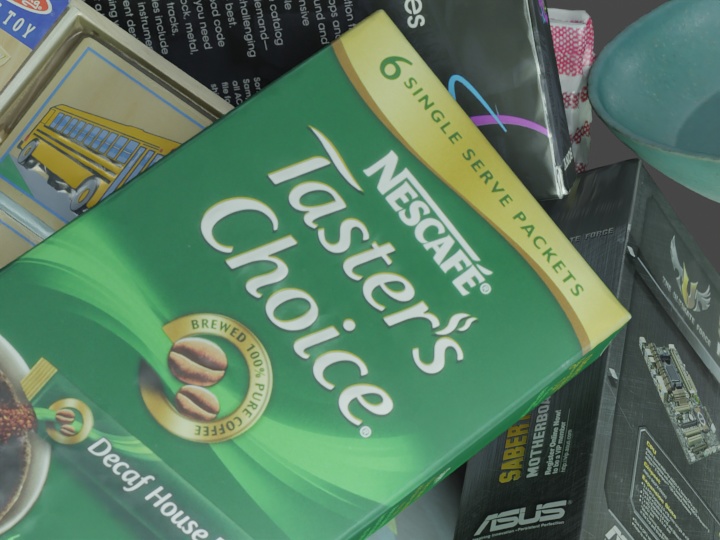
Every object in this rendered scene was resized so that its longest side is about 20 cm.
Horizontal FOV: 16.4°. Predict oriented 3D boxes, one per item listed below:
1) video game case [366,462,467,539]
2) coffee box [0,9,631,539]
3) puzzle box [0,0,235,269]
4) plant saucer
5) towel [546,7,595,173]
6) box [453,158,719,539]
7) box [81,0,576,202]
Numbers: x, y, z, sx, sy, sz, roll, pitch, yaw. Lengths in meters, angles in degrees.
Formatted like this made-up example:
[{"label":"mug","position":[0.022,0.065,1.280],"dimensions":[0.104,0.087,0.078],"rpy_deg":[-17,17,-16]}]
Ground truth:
[{"label":"video game case","position":[-0.029,0.091,0.829],"dimensions":[0.181,0.023,0.201],"rpy_deg":[-25,89,8]},{"label":"coffee box","position":[-0.036,0.028,0.703],"dimensions":[0.199,0.044,0.123],"rpy_deg":[-34,79,-18]},{"label":"puzzle box","position":[-0.077,0.002,0.743],"dimensions":[0.199,0.025,0.133],"rpy_deg":[34,69,3]},{"label":"plant saucer","position":[0.176,-0.062,0.830],"dimensions":[0.199,0.200,0.036],"rpy_deg":[-22,115,-18]},{"label":"towel","position":[0.000,0.000,0.860],"dimensions":[0.145,0.030,0.202],"rpy_deg":[7,79,8]},{"label":"box","position":[0.108,0.088,0.813],"dimensions":[0.200,0.048,0.159],"rpy_deg":[50,37,-35]},{"label":"box","position":[-0.040,-0.081,0.785],"dimensions":[0.198,0.036,0.144],"rpy_deg":[-7,103,16]}]
